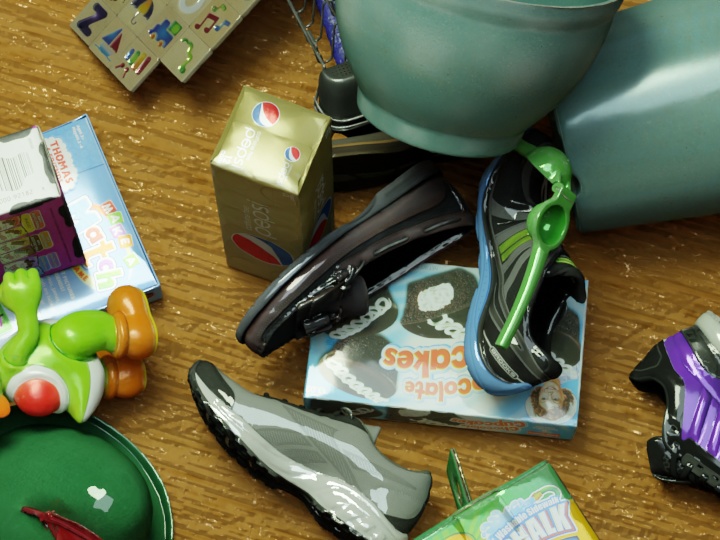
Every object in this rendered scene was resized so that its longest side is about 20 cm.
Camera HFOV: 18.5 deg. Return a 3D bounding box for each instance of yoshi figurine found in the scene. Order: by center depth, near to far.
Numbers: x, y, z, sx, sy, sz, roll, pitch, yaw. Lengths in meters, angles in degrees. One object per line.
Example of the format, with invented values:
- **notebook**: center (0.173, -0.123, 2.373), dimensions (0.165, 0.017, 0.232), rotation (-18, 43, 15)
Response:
- **yoshi figurine**: center (-0.253, 0.056, 1.564), dimensions (0.200, 0.112, 0.112), rotation (-11, 95, -29)

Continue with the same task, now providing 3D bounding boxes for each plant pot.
- **plant pot**: center (0.068, -0.161, 1.517), dimensions (0.200, 0.134, 0.200), rotation (12, 26, -6)
- **plant pot**: center (0.238, -0.120, 1.619), dimensions (0.196, 0.200, 0.200), rotation (-13, 71, 4)

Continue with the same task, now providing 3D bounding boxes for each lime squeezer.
- **lime squeezer**: center (0.115, -0.045, 1.540), dimensions (0.071, 0.038, 0.200), rotation (-12, 59, 13)

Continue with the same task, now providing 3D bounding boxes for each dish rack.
- **dish rack**: center (0.010, -0.210, 1.661), dimensions (0.153, 0.055, 0.200), rotation (-20, 56, -10)

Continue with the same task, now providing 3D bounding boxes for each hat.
- **hat**: center (-0.177, 0.143, 1.496), dimensions (0.200, 0.176, 0.166), rotation (46, 55, 6)

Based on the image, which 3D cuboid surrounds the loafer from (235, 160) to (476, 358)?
- **loafer**: center (0.000, 0.000, 1.592), dimensions (0.200, 0.072, 0.063), rotation (-41, 77, -20)

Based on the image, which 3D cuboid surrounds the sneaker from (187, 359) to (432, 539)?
- **sneaker**: center (-0.038, 0.124, 1.584), dimensions (0.200, 0.074, 0.079), rotation (35, 76, 5)

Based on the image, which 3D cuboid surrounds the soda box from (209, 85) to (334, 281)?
- **soda box**: center (-0.060, -0.054, 1.578), dimensions (0.068, 0.200, 0.064), rotation (20, 72, 7)

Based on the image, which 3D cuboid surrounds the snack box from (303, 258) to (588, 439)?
- **snack box**: center (0.063, 0.055, 1.626), dimensions (0.200, 0.037, 0.116), rotation (6, 69, 1)

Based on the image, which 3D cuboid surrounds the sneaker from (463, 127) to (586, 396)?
- **sneaker**: center (0.125, -0.006, 1.583), dimensions (0.083, 0.071, 0.200), rotation (-7, 65, 29)

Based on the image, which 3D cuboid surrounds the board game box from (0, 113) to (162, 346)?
- **board game box**: center (-0.268, -0.012, 1.648), dimensions (0.200, 0.037, 0.151), rotation (-22, 72, -7)

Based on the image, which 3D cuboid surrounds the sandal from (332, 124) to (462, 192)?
- **sandal**: center (0.026, -0.106, 1.660), dimensions (0.200, 0.082, 0.055), rotation (-17, 72, -7)

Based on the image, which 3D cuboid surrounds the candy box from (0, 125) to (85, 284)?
- **candy box**: center (-0.304, -0.022, 1.561), dimensions (0.200, 0.136, 0.061), rotation (-19, 71, -7)

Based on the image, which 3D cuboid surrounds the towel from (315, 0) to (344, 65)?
- **towel**: center (0.067, -0.206, 1.718), dimensions (0.200, 0.050, 0.148), rotation (-15, 64, -5)

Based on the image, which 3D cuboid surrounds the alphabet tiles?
- **alphabet tiles**: center (-0.132, -0.235, 1.691), dimensions (0.200, 0.006, 0.166), rotation (-48, 52, 4)

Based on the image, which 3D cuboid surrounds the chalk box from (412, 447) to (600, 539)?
- **chalk box**: center (0.103, 0.219, 1.524), dimensions (0.124, 0.125, 0.200), rotation (-30, 72, -11)

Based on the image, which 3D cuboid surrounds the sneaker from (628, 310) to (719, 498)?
- **sneaker**: center (0.259, 0.136, 1.589), dimensions (0.100, 0.070, 0.200), rotation (-27, 69, -3)
